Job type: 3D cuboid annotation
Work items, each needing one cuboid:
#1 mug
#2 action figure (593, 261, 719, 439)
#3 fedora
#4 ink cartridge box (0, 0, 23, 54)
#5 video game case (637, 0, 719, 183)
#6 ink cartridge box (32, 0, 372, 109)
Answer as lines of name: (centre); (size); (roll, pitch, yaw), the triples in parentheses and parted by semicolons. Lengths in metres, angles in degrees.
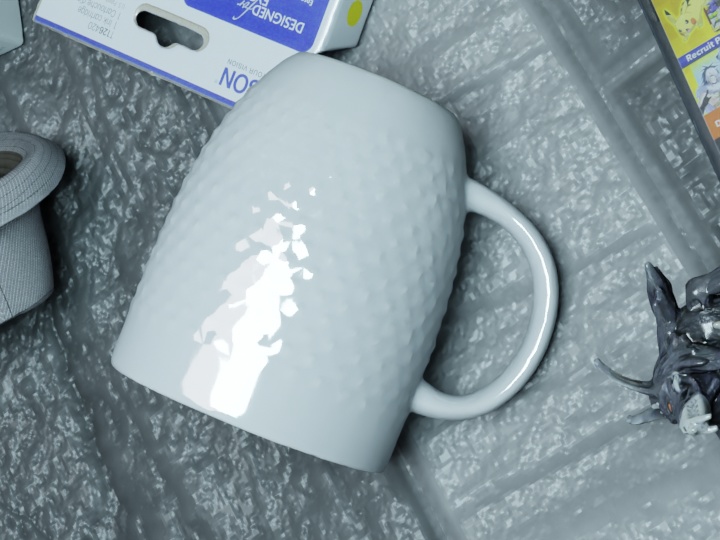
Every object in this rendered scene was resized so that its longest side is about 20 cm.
mug: (0.000, 0.000, 0.873); (0.199, 0.148, 0.176); (22, 89, 1)
action figure: (0.193, 0.036, 0.758); (0.199, 0.102, 0.119); (-23, 105, 23)
fedora: (-0.244, -0.007, 1.024); (0.199, 0.176, 0.091); (6, 123, 51)
ink cartridge box: (-0.325, -0.194, 1.043); (0.145, 0.200, 0.146); (-17, 77, 29)
video game case: (0.237, -0.115, 0.795); (0.199, 0.025, 0.182); (-30, 71, 27)
ink cartridge box: (-0.069, -0.199, 0.980); (0.197, 0.047, 0.201); (26, 100, 29)
